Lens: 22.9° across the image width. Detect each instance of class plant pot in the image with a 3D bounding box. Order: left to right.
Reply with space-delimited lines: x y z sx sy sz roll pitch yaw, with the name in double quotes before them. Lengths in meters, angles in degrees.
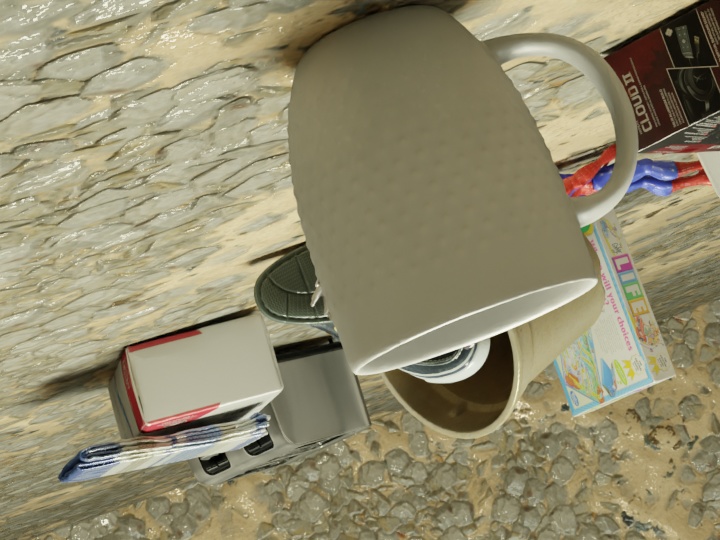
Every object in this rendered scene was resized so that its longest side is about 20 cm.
"plant pot" 0.131 0.031 1.704 0.183 0.202 0.200 -27 177 -40

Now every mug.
"mug" 0.058 -0.059 0.993 0.198 0.177 0.148 -20 171 0

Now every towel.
"towel" -0.198 0.179 1.778 0.198 0.024 0.147 -10 170 -19

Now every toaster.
"toaster" -0.104 0.168 2.132 0.180 0.120 0.199 -27 169 41

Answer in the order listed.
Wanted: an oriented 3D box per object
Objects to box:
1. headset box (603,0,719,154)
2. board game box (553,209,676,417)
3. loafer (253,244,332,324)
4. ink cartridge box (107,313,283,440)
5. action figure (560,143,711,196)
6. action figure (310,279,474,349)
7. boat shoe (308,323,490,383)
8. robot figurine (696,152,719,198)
"headset box" 0.277 -0.147 1.251 0.199 0.078 0.148 -26 169 35
"board game box" 0.237 0.036 1.835 0.034 0.202 0.134 -12 169 -36
"loafer" 0.000 0.000 1.550 0.198 0.072 0.063 -20 177 -11
"ink cartridge box" -0.172 0.119 1.804 0.146 0.086 0.200 -15 171 -17
"action figure" 0.222 -0.083 1.597 0.198 0.052 0.065 -14 165 -5
"action figure" 0.034 0.003 1.472 0.199 0.070 0.130 29 113 -38
"boat shoe" 0.019 0.049 1.606 0.199 0.071 0.091 13 173 44
"robot figurine" 0.371 -0.127 1.449 0.199 0.114 0.169 -27 -176 37
